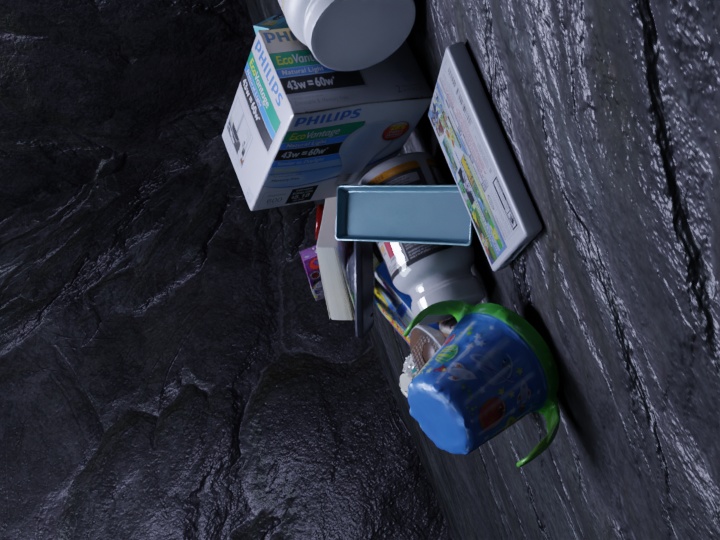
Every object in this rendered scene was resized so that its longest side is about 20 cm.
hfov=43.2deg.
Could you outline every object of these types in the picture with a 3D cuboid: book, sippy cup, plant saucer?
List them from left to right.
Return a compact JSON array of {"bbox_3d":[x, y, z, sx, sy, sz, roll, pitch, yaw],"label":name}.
[{"bbox_3d":[-0.032,-0.031,1.442,0.201,0.047,0.135,78,-163,-55],"label":"book"},{"bbox_3d":[0.053,-0.068,1.105,0.019,0.198,0.071,-1,-86,-54],"label":"plant saucer"},{"bbox_3d":[0.124,0.126,0.990,0.177,0.130,0.141,26,140,42],"label":"sippy cup"}]

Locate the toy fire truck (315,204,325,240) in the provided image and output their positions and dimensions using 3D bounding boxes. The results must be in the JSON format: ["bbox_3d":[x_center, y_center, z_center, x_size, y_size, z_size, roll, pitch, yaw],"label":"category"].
[{"bbox_3d":[-0.021,-0.138,1.621,0.168,0.111,0.202,96,179,-70],"label":"toy fire truck"}]

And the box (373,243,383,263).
[{"bbox_3d":[0.044,-0.063,1.461,0.201,0.048,0.158,58,169,-14],"label":"box"}]

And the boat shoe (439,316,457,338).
[{"bbox_3d":[0.151,0.091,1.152,0.200,0.075,0.072,-137,25,-82],"label":"boat shoe"}]

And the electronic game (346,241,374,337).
[{"bbox_3d":[0.000,0.000,1.367,0.200,0.041,0.203,-1,-90,-89],"label":"electronic game"}]

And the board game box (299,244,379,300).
[{"bbox_3d":[-0.001,-0.025,1.596,0.121,0.198,0.032,74,172,-47],"label":"board game box"}]

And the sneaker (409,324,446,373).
[{"bbox_3d":[0.144,0.142,1.222,0.200,0.084,0.073,47,132,40],"label":"sneaker"}]

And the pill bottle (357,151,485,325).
[{"bbox_3d":[0.079,-0.040,1.168,0.116,0.115,0.202,88,161,-74],"label":"pill bottle"}]

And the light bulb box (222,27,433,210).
[{"bbox_3d":[-0.047,-0.192,1.134,0.126,0.196,0.200,66,150,20],"label":"light bulb box"}]

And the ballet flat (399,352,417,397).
[{"bbox_3d":[0.086,0.161,1.385,0.200,0.071,0.072,79,170,-70],"label":"ballet flat"}]

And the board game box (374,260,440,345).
[{"bbox_3d":[0.103,0.081,1.375,0.200,0.056,0.196,49,169,14],"label":"board game box"}]

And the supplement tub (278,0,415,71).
[{"bbox_3d":[-0.031,-0.339,1.017,0.146,0.144,0.201,79,169,-61],"label":"supplement tub"}]

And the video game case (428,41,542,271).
[{"bbox_3d":[0.124,-0.110,0.948,0.182,0.022,0.202,99,150,-79],"label":"video game case"}]

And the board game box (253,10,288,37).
[{"bbox_3d":[-0.070,-0.321,1.442,0.047,0.150,0.202,25,141,47],"label":"board game box"}]
